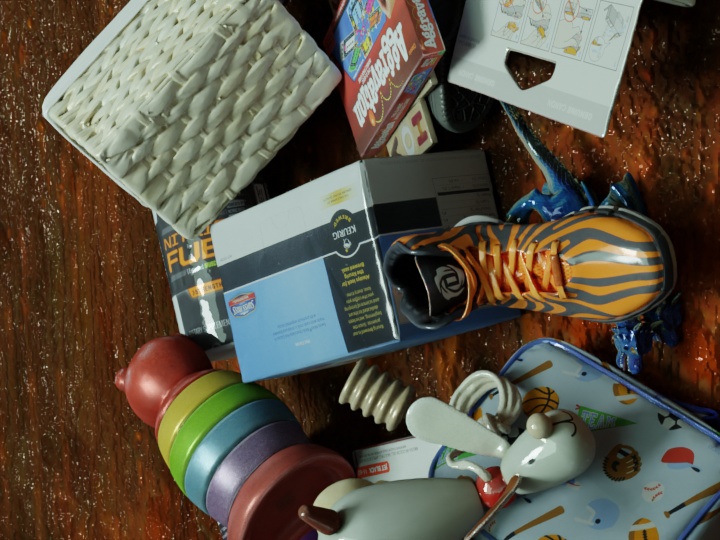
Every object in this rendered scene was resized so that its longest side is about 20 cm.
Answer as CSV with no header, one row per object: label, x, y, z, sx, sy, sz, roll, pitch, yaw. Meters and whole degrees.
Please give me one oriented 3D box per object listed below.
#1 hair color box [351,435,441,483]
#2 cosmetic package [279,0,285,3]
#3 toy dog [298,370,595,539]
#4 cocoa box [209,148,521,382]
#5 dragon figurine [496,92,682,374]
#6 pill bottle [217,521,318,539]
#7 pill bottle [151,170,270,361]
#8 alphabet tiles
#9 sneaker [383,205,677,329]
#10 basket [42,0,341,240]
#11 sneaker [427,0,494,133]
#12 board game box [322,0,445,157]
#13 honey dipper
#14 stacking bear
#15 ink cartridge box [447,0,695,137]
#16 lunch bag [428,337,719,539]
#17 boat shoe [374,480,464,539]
hair color box,0.069,0.224,1.094,0.111,0.064,0.202,-21,81,48
cosmetic package,-0.090,-0.310,1.201,0.200,0.051,0.152,-39,69,45
toy dog,0.039,0.136,0.885,0.200,0.096,0.132,-47,44,-4
cocoa box,0.000,0.000,1.083,0.199,0.133,0.132,-19,83,49
dragon figurine,0.155,-0.031,0.952,0.099,0.059,0.202,-11,92,48
pill bottle,-0.053,0.241,1.202,0.112,0.112,0.202,-34,71,46
pill bottle,-0.124,-0.027,1.245,0.106,0.106,0.202,-23,79,49
alphabet tiles,0.013,-0.178,1.081,0.167,0.007,0.202,142,112,-72
sneaker,0.095,0.007,0.899,0.199,0.111,0.078,-3,100,47
basket,-0.130,-0.141,1.123,0.200,0.136,0.123,-47,40,0
sneaker,0.055,-0.208,1.045,0.104,0.060,0.202,23,116,54
board game box,0.013,-0.166,1.048,0.200,0.019,0.104,128,125,-70
honey dipper,0.078,0.128,1.028,0.199,0.038,0.038,30,123,6
stacking bear,-0.115,0.129,1.138,0.200,0.121,0.114,40,159,32
ink cartridge box,0.137,-0.189,0.913,0.200,0.044,0.178,34,116,59
lunch bag,0.154,0.140,0.930,0.160,0.076,0.199,-48,49,-11
boat shoe,0.050,0.211,0.936,0.199,0.070,0.071,31,145,44
